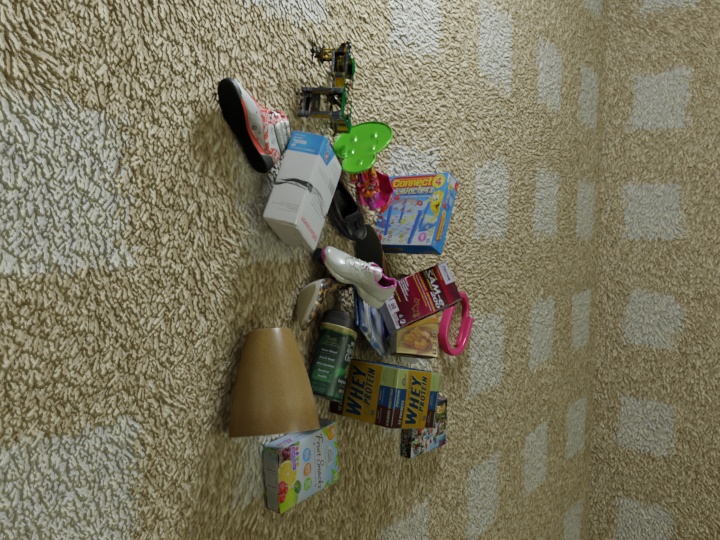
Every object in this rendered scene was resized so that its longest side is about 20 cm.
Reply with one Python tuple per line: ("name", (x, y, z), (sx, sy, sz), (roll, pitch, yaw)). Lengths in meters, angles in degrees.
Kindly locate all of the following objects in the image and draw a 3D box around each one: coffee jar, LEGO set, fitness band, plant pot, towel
("coffee jar", (-0.063, 0.197, 1.454), (0.104, 0.083, 0.206), (44, 57, -68))
("LEGO set", (-0.081, -0.407, 1.399), (0.154, 0.112, 0.207), (-34, 127, -79))
("fitness band", (0.304, 0.169, 1.971), (0.143, 0.037, 0.205), (42, 60, -45))
("plant pot", (-0.181, 0.225, 1.266), (0.184, 0.183, 0.207), (8, 72, -51))
("towel", (0.024, 0.111, 1.542), (0.201, 0.023, 0.151), (55, 25, -56))

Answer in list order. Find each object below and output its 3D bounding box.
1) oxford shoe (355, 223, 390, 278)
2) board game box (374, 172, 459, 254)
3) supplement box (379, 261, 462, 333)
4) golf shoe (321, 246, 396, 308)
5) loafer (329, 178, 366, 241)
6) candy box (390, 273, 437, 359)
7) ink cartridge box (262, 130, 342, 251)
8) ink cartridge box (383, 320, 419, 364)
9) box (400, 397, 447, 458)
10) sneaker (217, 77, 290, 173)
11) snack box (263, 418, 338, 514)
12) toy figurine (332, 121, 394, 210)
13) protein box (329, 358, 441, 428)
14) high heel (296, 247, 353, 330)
("oxford shoe", (0.033, -0.029, 1.600), (0.072, 0.069, 0.205), (-72, 149, -65))
("board game box", (0.138, -0.145, 1.601), (0.055, 0.196, 0.201), (32, 68, -45))
("supplement box", (0.143, 0.066, 1.547), (0.196, 0.061, 0.111), (-21, 81, -21))
("golf shoe", (0.000, 0.000, 1.434), (0.198, 0.091, 0.076), (37, 39, -20))
("loafer", (-0.037, -0.145, 1.472), (0.072, 0.062, 0.202), (-52, 126, -24))
("candy box", (0.138, 0.118, 1.594), (0.112, 0.055, 0.206), (7, 74, -15))
("ink cartridge box", (-0.119, -0.166, 1.323), (0.145, 0.082, 0.205), (57, 48, -67))
("ink cartridge box", (0.102, 0.165, 1.683), (0.201, 0.036, 0.097), (50, 28, -44))
("box", (0.191, 0.463, 1.849), (0.197, 0.037, 0.141), (0, 94, -52))
("sneaker", (-0.208, -0.310, 1.251), (0.109, 0.066, 0.205), (-53, 135, -36))
("snack box", (-0.132, 0.440, 1.421), (0.197, 0.052, 0.147), (-11, 102, -51))
("toy figurine", (0.025, -0.221, 1.495), (0.203, 0.146, 0.187), (-83, 160, -46))
("protein box", (0.064, 0.302, 1.545), (0.198, 0.195, 0.139), (16, 80, -50))
("high heel", (-0.073, 0.068, 1.445), (0.142, 0.070, 0.205), (39, 54, -39))
